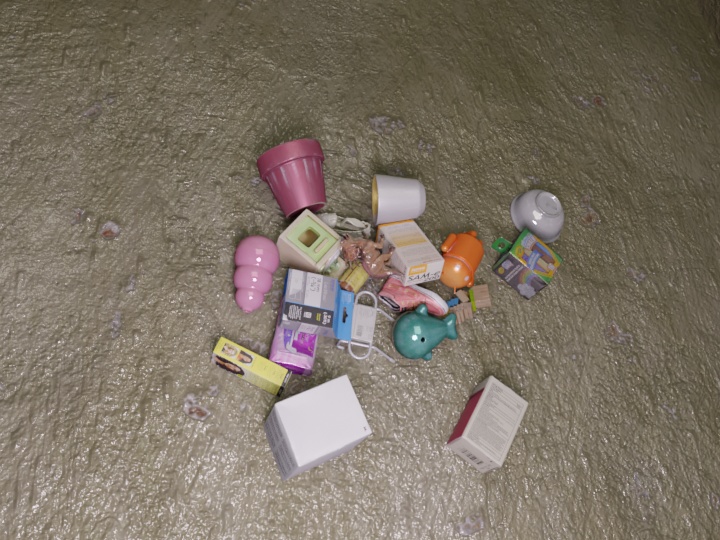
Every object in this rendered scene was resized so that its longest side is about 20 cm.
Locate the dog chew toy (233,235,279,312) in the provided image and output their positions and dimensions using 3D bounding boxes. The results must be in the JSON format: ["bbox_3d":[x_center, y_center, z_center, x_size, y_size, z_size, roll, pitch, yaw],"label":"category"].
[{"bbox_3d":[-0.284,0.012,1.562,0.122,0.125,0.204,12,68,-11],"label":"dog chew toy"}]

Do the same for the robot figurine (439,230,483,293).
[{"bbox_3d":[0.302,-0.029,1.774,0.115,0.145,0.201,22,55,20],"label":"robot figurine"}]

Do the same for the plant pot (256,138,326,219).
[{"bbox_3d":[-0.183,-0.257,1.701,0.197,0.200,0.183,-16,84,-25],"label":"plant pot"}]

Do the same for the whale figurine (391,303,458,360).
[{"bbox_3d":[0.185,0.173,1.611,0.196,0.104,0.163,-8,97,-16],"label":"whale figurine"}]

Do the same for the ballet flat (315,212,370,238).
[{"bbox_3d":[-0.059,-0.140,1.743,0.196,0.072,0.073,11,60,-12],"label":"ballet flat"}]

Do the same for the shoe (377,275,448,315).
[{"bbox_3d":[0.148,0.092,1.680,0.198,0.072,0.091,31,60,14],"label":"shoe"}]

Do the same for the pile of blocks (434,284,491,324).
[{"bbox_3d":[0.296,0.114,1.723,0.197,0.063,0.083,-28,46,-5],"label":"pile of blocks"}]

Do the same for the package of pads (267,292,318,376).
[{"bbox_3d":[-0.168,0.168,1.538,0.118,0.076,0.204,14,60,-9],"label":"package of pads"}]

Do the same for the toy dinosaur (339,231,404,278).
[{"bbox_3d":[0.023,-0.031,1.630,0.200,0.086,0.136,47,60,-7],"label":"toy dinosaur"}]

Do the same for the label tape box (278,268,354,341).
[{"bbox_3d":[-0.104,0.089,1.521,0.196,0.063,0.147,12,61,-14],"label":"label tape box"}]

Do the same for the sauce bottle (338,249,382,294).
[{"bbox_3d":[0.000,0.000,1.687,0.066,0.066,0.200,38,55,4],"label":"sauce bottle"}]

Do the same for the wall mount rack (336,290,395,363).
[{"bbox_3d":[0.027,0.165,1.610,0.170,0.075,0.204,14,60,-7],"label":"wall mount rack"}]

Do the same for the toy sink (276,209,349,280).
[{"bbox_3d":[-0.123,-0.049,1.646,0.199,0.112,0.131,40,59,5],"label":"toy sink"}]

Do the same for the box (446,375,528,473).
[{"bbox_3d":[0.337,0.408,1.558,0.127,0.109,0.201,35,58,3],"label":"box"}]

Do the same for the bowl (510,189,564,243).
[{"bbox_3d":[0.613,-0.200,1.981,0.196,0.091,0.205,7,61,-14],"label":"bowl"}]

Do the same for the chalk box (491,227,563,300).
[{"bbox_3d":[0.504,-0.033,1.838,0.199,0.125,0.124,41,59,5],"label":"chalk box"}]

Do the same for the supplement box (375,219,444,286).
[{"bbox_3d":[0.141,-0.055,1.721,0.124,0.075,0.201,-10,45,-23],"label":"supplement box"}]

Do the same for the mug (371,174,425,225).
[{"bbox_3d":[0.114,-0.231,1.783,0.149,0.151,0.190,-2,58,-5],"label":"mug"}]

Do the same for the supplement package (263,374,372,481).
[{"bbox_3d":[-0.107,0.371,1.378,0.188,0.201,0.149,-17,69,-26],"label":"supplement package"}]

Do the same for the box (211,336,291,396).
[{"bbox_3d":[-0.273,0.242,1.467,0.197,0.076,0.051,26,56,-2],"label":"box"}]
